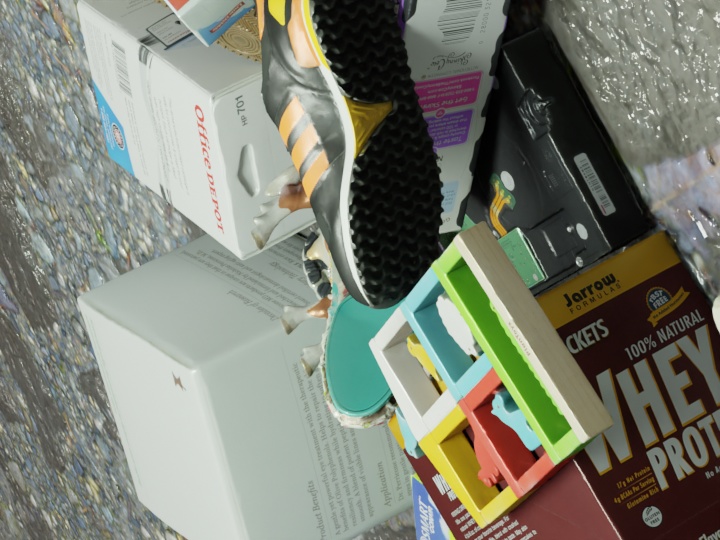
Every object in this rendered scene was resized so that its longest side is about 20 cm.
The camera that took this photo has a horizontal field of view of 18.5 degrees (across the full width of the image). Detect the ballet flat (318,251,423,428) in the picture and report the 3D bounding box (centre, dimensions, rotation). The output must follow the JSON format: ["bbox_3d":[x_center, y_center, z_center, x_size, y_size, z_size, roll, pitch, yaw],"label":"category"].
[{"bbox_3d":[0.014,0.019,1.404,0.064,0.076,0.200,66,-156,-57],"label":"ballet flat"}]

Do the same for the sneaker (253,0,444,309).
[{"bbox_3d":[-0.013,-0.078,1.260,0.090,0.070,0.200,8,114,53],"label":"sneaker"}]

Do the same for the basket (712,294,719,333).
[{"bbox_3d":[0.274,0.037,1.007,0.200,0.123,0.136,-6,109,63],"label":"basket"}]

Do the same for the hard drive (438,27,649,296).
[{"bbox_3d":[0.092,-0.054,1.372,0.140,0.038,0.200,62,154,4],"label":"hard drive"}]

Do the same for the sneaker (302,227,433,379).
[{"bbox_3d":[0.026,0.041,1.555,0.200,0.077,0.080,50,164,29],"label":"sneaker"}]

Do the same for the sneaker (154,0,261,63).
[{"bbox_3d":[-0.099,-0.229,1.554,0.200,0.113,0.071,30,152,0],"label":"sneaker"}]

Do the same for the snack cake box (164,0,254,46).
[{"bbox_3d":[-0.126,-0.264,1.470,0.200,0.115,0.067,51,-177,17],"label":"snack cake box"}]

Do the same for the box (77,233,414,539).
[{"bbox_3d":[-0.081,0.096,1.692,0.200,0.171,0.199,26,136,52],"label":"box"}]

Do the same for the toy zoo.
[{"bbox_3d":[0.064,0.068,1.248,0.131,0.020,0.200,58,154,12],"label":"toy zoo"}]

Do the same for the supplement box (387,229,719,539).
[{"bbox_3d":[0.146,0.119,1.322,0.200,0.133,0.197,59,154,10],"label":"supplement box"}]

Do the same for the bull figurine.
[{"bbox_3d":[0.000,0.000,1.497,0.065,0.121,0.200,60,-170,-61],"label":"bull figurine"}]

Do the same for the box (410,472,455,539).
[{"bbox_3d":[0.103,0.220,1.606,0.200,0.048,0.122,37,144,42],"label":"box"}]

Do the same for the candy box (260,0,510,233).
[{"bbox_3d":[0.011,-0.144,1.338,0.168,0.071,0.200,55,147,42],"label":"candy box"}]

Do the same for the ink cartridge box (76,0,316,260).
[{"bbox_3d":[-0.121,-0.121,1.661,0.200,0.086,0.147,35,144,43],"label":"ink cartridge box"}]
